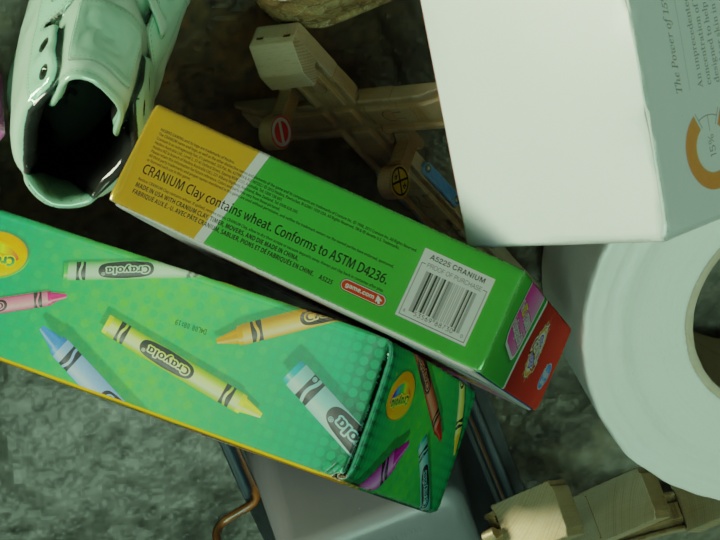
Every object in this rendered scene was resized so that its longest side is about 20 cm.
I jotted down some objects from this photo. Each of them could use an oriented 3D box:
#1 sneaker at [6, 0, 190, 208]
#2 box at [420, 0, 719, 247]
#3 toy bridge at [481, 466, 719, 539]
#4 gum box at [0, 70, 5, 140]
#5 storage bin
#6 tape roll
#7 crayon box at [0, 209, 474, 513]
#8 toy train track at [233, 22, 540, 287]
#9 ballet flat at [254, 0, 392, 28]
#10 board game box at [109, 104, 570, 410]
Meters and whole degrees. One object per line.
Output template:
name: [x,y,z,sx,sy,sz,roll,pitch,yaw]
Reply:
sneaker: [-0.085,-0.118,0.934,0.073,0.118,0.201,16,115,-16]
box: [0.127,-0.092,0.885,0.200,0.097,0.125,-19,101,-42]
toy bridge: [0.107,0.113,1.087,0.067,0.027,0.200,-28,164,30]
gum box: [-0.257,-0.070,0.961,0.200,0.066,0.114,29,110,-23]
storage bin: [0.010,0.135,1.087,0.145,0.134,0.200,-21,120,3]
tape roll: [0.186,0.002,1.070,0.202,0.071,0.203,-5,117,-10]
crayon box: [-0.065,0.035,0.970,0.199,0.119,0.058,18,85,21]
toy train track: [0.015,-0.033,1.022,0.114,0.033,0.200,-2,147,38]
ballet flat: [0.042,-0.148,0.975,0.199,0.071,0.065,-15,156,-8]
board game box: [0.000,0.000,0.945,0.153,0.200,0.040,25,88,11]
